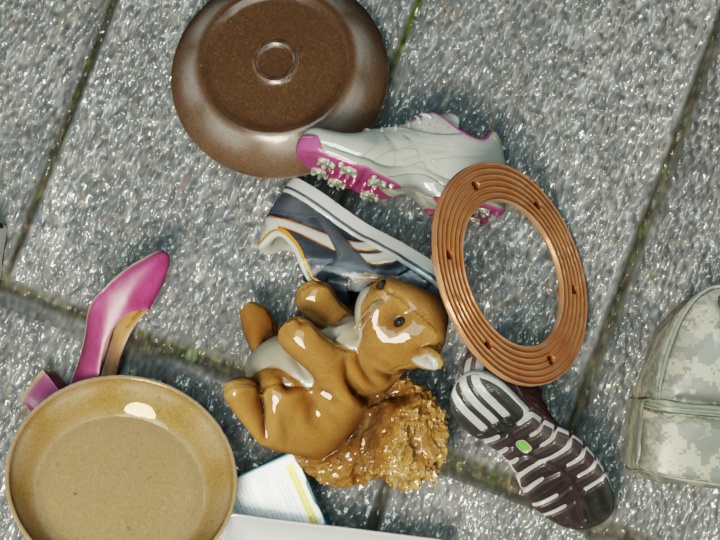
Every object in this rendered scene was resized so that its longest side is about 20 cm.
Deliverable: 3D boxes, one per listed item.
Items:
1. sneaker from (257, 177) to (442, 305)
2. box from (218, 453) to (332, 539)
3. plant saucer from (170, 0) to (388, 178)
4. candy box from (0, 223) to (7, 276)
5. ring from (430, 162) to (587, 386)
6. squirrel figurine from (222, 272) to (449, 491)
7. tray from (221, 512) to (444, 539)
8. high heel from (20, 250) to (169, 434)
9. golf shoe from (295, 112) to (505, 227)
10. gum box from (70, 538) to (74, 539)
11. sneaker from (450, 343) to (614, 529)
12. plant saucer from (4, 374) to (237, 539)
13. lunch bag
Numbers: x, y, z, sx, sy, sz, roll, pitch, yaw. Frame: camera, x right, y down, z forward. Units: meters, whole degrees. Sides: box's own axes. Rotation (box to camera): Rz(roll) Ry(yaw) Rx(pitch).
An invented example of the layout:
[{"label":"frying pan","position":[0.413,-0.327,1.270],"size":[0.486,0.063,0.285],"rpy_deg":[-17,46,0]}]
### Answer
[{"label":"sneaker","position":[0.000,0.000,1.766],"size":[0.200,0.078,0.080],"rpy_deg":[31,80,17]},{"label":"box","position":[-0.131,0.238,1.772],"size":[0.200,0.049,0.082],"rpy_deg":[-24,85,2]},{"label":"plant saucer","position":[-0.075,-0.182,1.786],"size":[0.200,0.037,0.201],"rpy_deg":[-1,74,4]},{"label":"candy box","position":[-0.421,0.044,1.798],"size":[0.167,0.072,0.201],"rpy_deg":[6,86,5]},{"label":"ring","position":[0.127,0.004,1.718],"size":[0.019,0.200,0.201],"rpy_deg":[-19,83,41]},{"label":"squirrel figurine","position":[0.006,0.095,1.714],"size":[0.186,0.142,0.200],"rpy_deg":[-26,109,19]},{"label":"tray","position":[-0.029,0.271,1.740],"size":[0.199,0.022,0.108],"rpy_deg":[8,106,-8]},{"label":"high heel","position":[-0.216,0.080,1.777],"size":[0.096,0.067,0.200],"rpy_deg":[43,95,16]},{"label":"golf shoe","position":[0.039,-0.104,1.761],"size":[0.199,0.075,0.092],"rpy_deg":[16,76,-20]},{"label":"gum box","position":[-0.216,0.353,1.738],"size":[0.170,0.045,0.200],"rpy_deg":[29,111,5]},{"label":"sneaker","position":[0.159,0.130,1.749],"size":[0.076,0.116,0.200],"rpy_deg":[-29,118,25]},{"label":"plant saucer","position":[-0.207,0.186,1.713],"size":[0.199,0.035,0.201],"rpy_deg":[5,56,-8]},{"label":"lunch bag","position":[0.300,0.097,1.674],"size":[0.139,0.200,0.168],"rpy_deg":[4,87,4]}]
